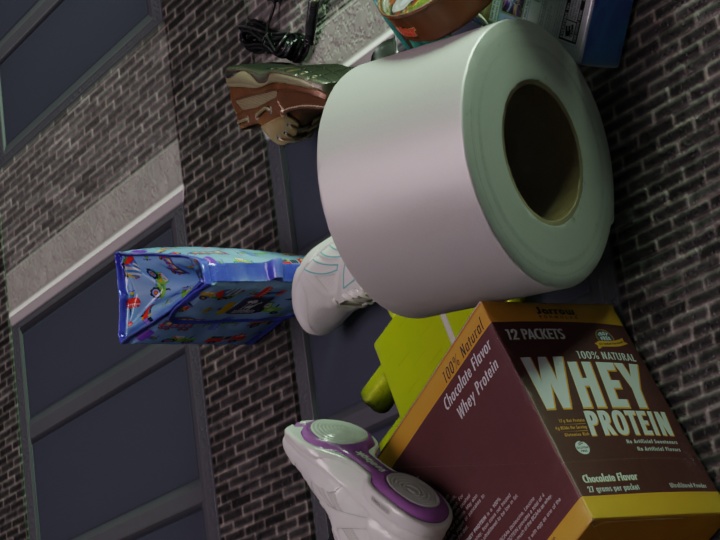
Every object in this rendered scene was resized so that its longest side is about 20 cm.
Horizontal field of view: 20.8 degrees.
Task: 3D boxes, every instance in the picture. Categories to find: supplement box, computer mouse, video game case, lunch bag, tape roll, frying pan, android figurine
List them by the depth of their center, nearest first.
[{"bbox_3d":[0.135,0.163,1.471,0.198,0.132,0.201,-59,43,37],"label":"supplement box"},{"bbox_3d":[0.081,-0.074,1.472,0.138,0.202,0.205,-13,76,38],"label":"tape roll"},{"bbox_3d":[0.157,-0.279,1.549,0.181,0.045,0.202,32,114,52],"label":"video game case"},{"bbox_3d":[0.072,0.065,1.638,0.201,0.041,0.183,-54,37,28],"label":"android figurine"},{"bbox_3d":[0.024,-0.137,1.687,0.190,0.031,0.116,-94,5,-73],"label":"frying pan"},{"bbox_3d":[-0.123,0.011,1.866,0.199,0.149,0.095,-19,73,55],"label":"lunch bag"},{"bbox_3d":[-0.080,-0.302,1.916,0.140,0.046,0.202,33,115,55],"label":"computer mouse"}]

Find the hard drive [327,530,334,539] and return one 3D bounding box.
[{"bbox_3d":[0.018,0.306,1.721,0.200,0.042,0.136,48,122,47],"label":"hard drive"}]

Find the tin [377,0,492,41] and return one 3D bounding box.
[{"bbox_3d":[0.094,-0.253,1.476,0.200,0.042,0.112,-49,24,-8],"label":"tin"}]

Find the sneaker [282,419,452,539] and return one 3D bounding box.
[{"bbox_3d":[-0.009,0.181,1.502,0.200,0.074,0.101,38,119,52],"label":"sneaker"}]

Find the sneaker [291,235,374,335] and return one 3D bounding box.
[{"bbox_3d":[0.000,0.000,1.752,0.201,0.070,0.081,-56,47,38],"label":"sneaker"}]

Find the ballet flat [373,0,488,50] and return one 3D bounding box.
[{"bbox_3d":[0.080,-0.168,1.587,0.070,0.201,0.068,-25,38,11],"label":"ballet flat"}]

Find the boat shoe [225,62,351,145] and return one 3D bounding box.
[{"bbox_3d":[-0.062,-0.158,1.865,0.200,0.075,0.075,14,109,60],"label":"boat shoe"}]
